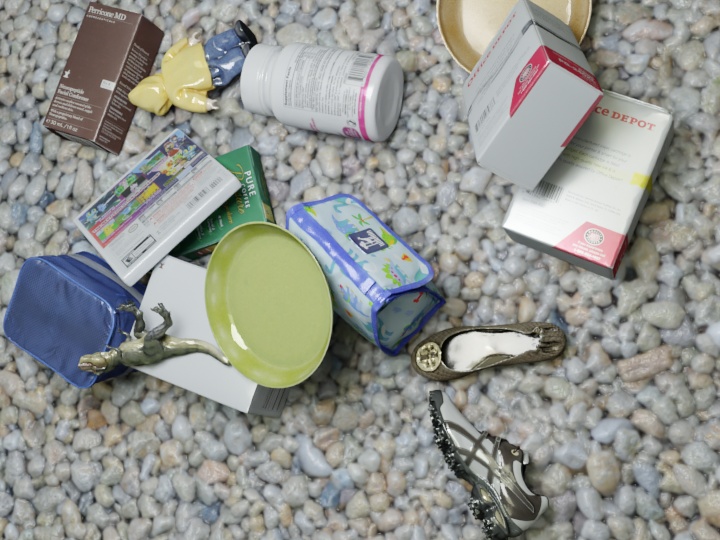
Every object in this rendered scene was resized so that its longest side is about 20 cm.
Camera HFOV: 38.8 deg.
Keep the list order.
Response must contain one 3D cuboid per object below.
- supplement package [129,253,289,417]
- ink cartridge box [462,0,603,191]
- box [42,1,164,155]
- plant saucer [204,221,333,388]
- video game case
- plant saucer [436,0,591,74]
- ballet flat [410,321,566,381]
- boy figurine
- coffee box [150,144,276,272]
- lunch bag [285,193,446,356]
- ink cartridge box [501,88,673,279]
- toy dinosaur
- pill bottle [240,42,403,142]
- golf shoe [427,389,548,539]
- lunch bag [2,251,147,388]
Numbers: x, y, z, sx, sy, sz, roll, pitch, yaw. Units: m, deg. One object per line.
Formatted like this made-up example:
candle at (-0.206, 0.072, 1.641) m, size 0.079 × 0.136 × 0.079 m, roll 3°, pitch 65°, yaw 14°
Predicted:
supplement package at (-0.186, 0.086, 1.350) m, size 0.199 × 0.111 × 0.157 m, roll 18°, pitch 85°, yaw 21°
ink cartridge box at (0.198, -0.213, 1.218) m, size 0.083 × 0.201 × 0.146 m, roll 24°, pitch 121°, yaw -16°
box at (-0.377, -0.282, 1.504) m, size 0.100 × 0.075 × 0.201 m, roll 17°, pitch 83°, yaw 20°
plant saucer at (-0.105, 0.039, 1.224) m, size 0.199 × 0.031 × 0.202 m, roll 8°, pitch 104°, yaw 34°
video game case at (-0.279, -0.090, 1.390) m, size 0.200 × 0.023 × 0.182 m, roll -43°, pitch 46°, yaw -8°
plant saucer at (0.199, -0.340, 1.328) m, size 0.199 × 0.035 × 0.202 m, roll 1°, pitch 95°, yaw 12°
ballet flat at (0.156, 0.097, 1.271) m, size 0.198 × 0.046 × 0.068 m, roll -7°, pitch 77°, yaw 16°
boy figurine at (-0.237, -0.275, 1.462) m, size 0.199 × 0.064 × 0.125 m, roll -27°, pitch 73°, yaw 12°
coffee box at (-0.222, -0.083, 1.430) m, size 0.199 × 0.044 × 0.124 m, roll -21°, pitch 72°, yaw 14°
lunch bag at (0.000, 0.000, 1.259) m, size 0.170 × 0.200 × 0.128 m, roll 44°, pitch 95°, yaw 21°
ink cartridge box at (0.280, -0.112, 1.251) m, size 0.144 × 0.083 × 0.201 m, roll 23°, pitch 87°, yaw 20°
toy dinosaur at (-0.264, 0.084, 1.287) m, size 0.198 × 0.047 × 0.089 m, roll -6°, pitch 109°, yaw 14°
pill bottle at (-0.052, -0.243, 1.369) m, size 0.199 × 0.113 × 0.114 m, roll 13°, pitch 84°, yaw 20°
golf shoe at (0.152, 0.225, 1.243) m, size 0.094 × 0.078 × 0.201 m, roll -27°, pitch 74°, yaw -7°
lunch bag at (-0.381, 0.061, 1.410) m, size 0.199 × 0.132 × 0.137 m, roll 31°, pitch 106°, yaw 20°
